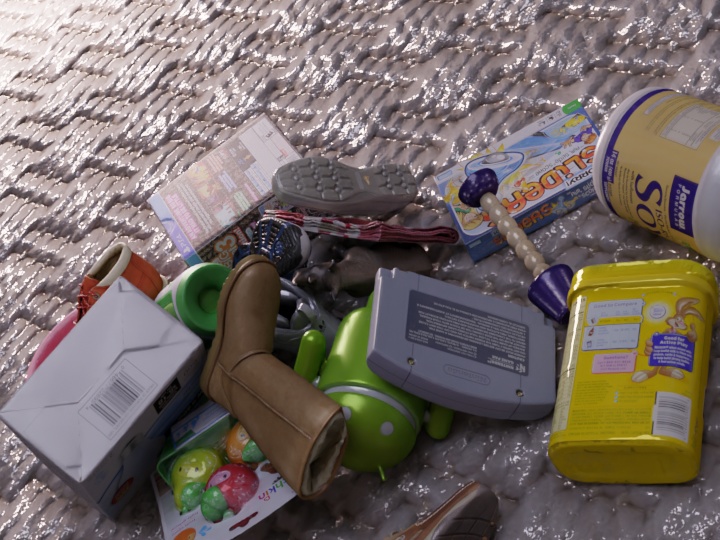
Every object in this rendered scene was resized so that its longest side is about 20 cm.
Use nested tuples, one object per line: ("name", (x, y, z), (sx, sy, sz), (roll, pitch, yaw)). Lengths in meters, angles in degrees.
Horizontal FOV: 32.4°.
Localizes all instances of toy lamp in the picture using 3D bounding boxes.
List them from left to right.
("toy lamp", (0.176, -0.024, 1.348), (0.058, 0.058, 0.201), (-33, 56, 0))

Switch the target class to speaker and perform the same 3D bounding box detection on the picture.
("speaker", (-0.188, 0.045, 1.424), (0.089, 0.088, 0.200), (-51, 8, -19))

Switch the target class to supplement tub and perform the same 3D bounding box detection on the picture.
("supplement tub", (0.351, -0.094, 1.259), (0.145, 0.146, 0.199), (-45, 42, -13))

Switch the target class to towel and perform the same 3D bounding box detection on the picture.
("towel", (-0.002, -0.053, 1.459), (0.198, 0.143, 0.023), (9, 96, 42))

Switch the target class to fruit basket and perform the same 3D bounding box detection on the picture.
("fruit basket", (-0.139, 0.211, 1.305), (0.184, 0.094, 0.200), (-34, 22, 0))

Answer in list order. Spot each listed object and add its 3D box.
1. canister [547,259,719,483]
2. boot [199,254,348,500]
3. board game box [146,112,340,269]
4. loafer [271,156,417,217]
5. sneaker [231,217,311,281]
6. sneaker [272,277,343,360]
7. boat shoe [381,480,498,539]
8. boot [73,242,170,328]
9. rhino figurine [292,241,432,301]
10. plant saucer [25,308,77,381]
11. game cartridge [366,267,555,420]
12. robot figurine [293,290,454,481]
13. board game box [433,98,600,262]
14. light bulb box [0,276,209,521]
("canister", (0.261, 0.097, 1.184), (0.146, 0.087, 0.202), (-5, 50, 28))
("boot", (-0.076, 0.102, 1.244), (0.199, 0.065, 0.178), (35, 115, 46))
("board game box", (-0.152, -0.081, 1.604), (0.199, 0.097, 0.160), (-36, 41, -3))
("loafer", (-0.023, -0.093, 1.483), (0.070, 0.197, 0.071), (-44, 53, 47))
("sneaker", (-0.092, -0.015, 1.460), (0.200, 0.076, 0.077), (157, 116, -66))
("sneaker", (-0.101, 0.053, 1.426), (0.198, 0.115, 0.076), (11, 68, 38))
("boat shoe", (0.047, 0.271, 1.166), (0.200, 0.076, 0.072), (-44, 40, -13))
("boot", (-0.323, 0.060, 1.501), (0.074, 0.108, 0.201), (20, 65, 41))
("rhino figurine", (0.000, 0.000, 1.396), (0.198, 0.061, 0.087), (-9, 16, -43))
("plant saucer", (-0.328, 0.120, 1.564), (0.198, 0.051, 0.202), (-18, 43, 17))
("game cartridge", (0.103, 0.078, 1.254), (0.197, 0.042, 0.135), (17, 53, -10))
("robot figurine", (0.016, 0.120, 1.293), (0.173, 0.116, 0.202), (17, 55, 5))
("board game box", (0.195, -0.107, 1.454), (0.198, 0.035, 0.136), (-29, 42, 7))
("light bulb box", (-0.269, 0.147, 1.367), (0.124, 0.201, 0.199), (36, 72, 13))
